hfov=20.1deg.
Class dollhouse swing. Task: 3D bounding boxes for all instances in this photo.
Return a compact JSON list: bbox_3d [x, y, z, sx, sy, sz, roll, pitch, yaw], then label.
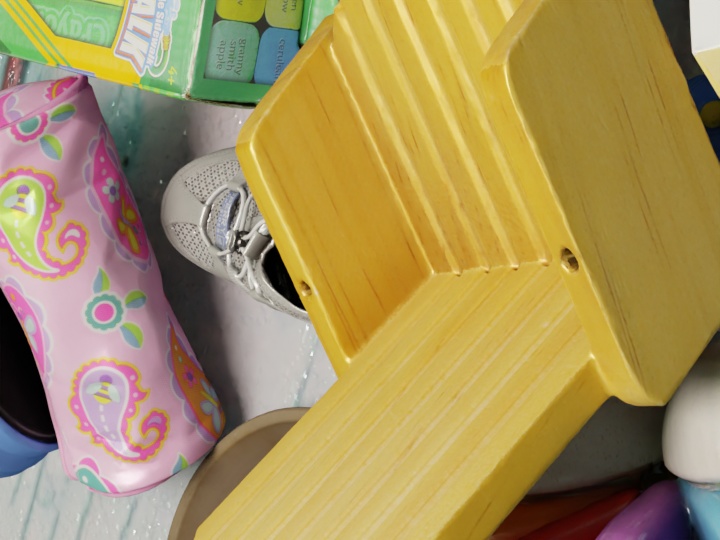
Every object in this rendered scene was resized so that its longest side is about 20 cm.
[{"bbox_3d":[0.000,0.000,0.712,0.200,0.175,0.182,-5,112,62],"label":"dollhouse swing"}]

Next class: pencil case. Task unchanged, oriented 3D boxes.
[{"bbox_3d":[-0.134,0.006,0.963,0.087,0.087,0.201,-5,113,44],"label":"pencil case"}]

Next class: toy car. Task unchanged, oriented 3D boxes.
[{"bbox_3d":[0.109,0.121,0.709,0.200,0.150,0.176,-10,99,44],"label":"toy car"}]

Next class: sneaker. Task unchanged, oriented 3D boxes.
[{"bbox_3d":[-0.029,-0.018,0.913,0.200,0.082,0.075,15,99,44],"label":"sneaker"}]

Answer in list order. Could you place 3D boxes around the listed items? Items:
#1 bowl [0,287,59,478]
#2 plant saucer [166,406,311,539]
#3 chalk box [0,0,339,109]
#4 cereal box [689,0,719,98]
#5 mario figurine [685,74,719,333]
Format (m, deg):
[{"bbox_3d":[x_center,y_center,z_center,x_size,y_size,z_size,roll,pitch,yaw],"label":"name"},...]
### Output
[{"bbox_3d":[-0.188,0.001,1.000,0.039,0.201,0.201,-17,76,14],"label":"bowl"},{"bbox_3d":[-0.019,0.163,0.936,0.200,0.029,0.201,-2,87,45],"label":"plant saucer"},{"bbox_3d":[-0.059,-0.140,0.916,0.200,0.124,0.125,16,100,44],"label":"chalk box"},{"bbox_3d":[0.178,-0.159,0.671,0.143,0.040,0.201,-12,58,24],"label":"cereal box"},{"bbox_3d":[0.131,-0.045,0.734,0.200,0.124,0.106,-2,46,51],"label":"mario figurine"}]
